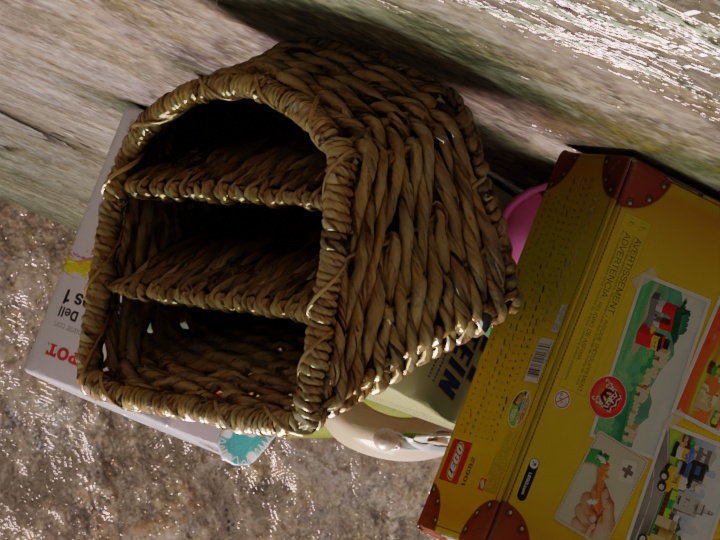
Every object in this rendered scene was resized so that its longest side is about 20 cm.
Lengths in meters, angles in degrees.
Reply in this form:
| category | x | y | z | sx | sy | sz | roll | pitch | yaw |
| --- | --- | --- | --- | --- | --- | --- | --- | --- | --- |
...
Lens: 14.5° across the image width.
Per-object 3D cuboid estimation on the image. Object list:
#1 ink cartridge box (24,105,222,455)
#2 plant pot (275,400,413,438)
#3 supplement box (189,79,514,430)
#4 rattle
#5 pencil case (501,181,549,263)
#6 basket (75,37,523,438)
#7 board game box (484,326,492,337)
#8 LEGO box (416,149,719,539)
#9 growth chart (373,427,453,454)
| category | x | y | z | sx | sy | sz | roll | pitch | yaw |
| --- | --- | --- | --- | --- | --- | --- | --- | --- | --- |
| ink cartridge box | -0.123 | 0.007 | 1.926 | 0.144 | 0.201 | 0.084 | 18 | 175 | 37 |
| plant pot | -0.001 | 0.044 | 2.039 | 0.199 | 0.188 | 0.187 | 15 | 180 | -33 |
| supplement box | 0.000 | 0.000 | 1.685 | 0.199 | 0.135 | 0.200 | 19 | 174 | 33 |
| rattle | -0.004 | 0.048 | 1.809 | 0.198 | 0.131 | 0.143 | 3 | 153 | -4 |
| pencil case | 0.146 | 0.013 | 1.522 | 0.093 | 0.091 | 0.200 | -19 | 161 | 19 |
| basket | -0.048 | -0.021 | 1.325 | 0.149 | 0.144 | 0.199 | -29 | -159 | -31 |
| board game box | 0.047 | -0.013 | 1.494 | 0.200 | 0.023 | 0.105 | 42 | -162 | -46 |
| LEGO box | 0.137 | 0.062 | 1.366 | 0.148 | 0.201 | 0.077 | 25 | 174 | -24 |
| growth chart | 0.118 | 0.086 | 1.579 | 0.199 | 0.018 | 0.145 | -8 | 174 | 13 |
